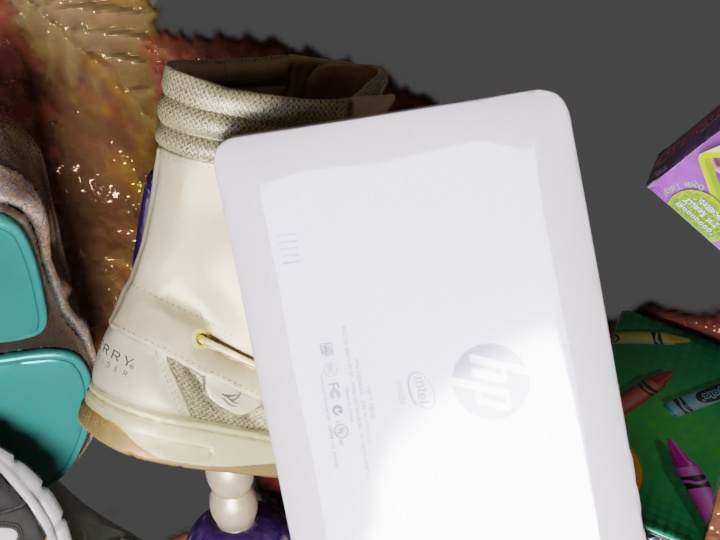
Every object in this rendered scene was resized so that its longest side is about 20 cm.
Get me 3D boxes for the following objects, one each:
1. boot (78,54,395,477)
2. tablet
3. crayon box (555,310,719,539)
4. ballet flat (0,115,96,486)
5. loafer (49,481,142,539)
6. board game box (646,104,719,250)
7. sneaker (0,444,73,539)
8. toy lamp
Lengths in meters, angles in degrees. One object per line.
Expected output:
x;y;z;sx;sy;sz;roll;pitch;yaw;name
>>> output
0.000;0.000;1.086;0.200;0.073;0.156;7;103;-27;boot
0.027;0.041;1.018;0.130;0.014;0.200;-8;103;14;tablet
0.086;0.129;1.131;0.058;0.119;0.200;22;130;2;crayon box
-0.139;0.011;1.140;0.068;0.067;0.200;-2;143;-5;ballet flat
-0.138;0.141;1.257;0.200;0.075;0.070;48;138;-14;loafer
0.217;-0.005;1.045;0.200;0.032;0.120;40;125;-12;board game box
-0.154;0.149;1.163;0.074;0.080;0.200;0;125;32;sneaker
-0.057;0.043;1.156;0.058;0.058;0.200;4;127;16;toy lamp
